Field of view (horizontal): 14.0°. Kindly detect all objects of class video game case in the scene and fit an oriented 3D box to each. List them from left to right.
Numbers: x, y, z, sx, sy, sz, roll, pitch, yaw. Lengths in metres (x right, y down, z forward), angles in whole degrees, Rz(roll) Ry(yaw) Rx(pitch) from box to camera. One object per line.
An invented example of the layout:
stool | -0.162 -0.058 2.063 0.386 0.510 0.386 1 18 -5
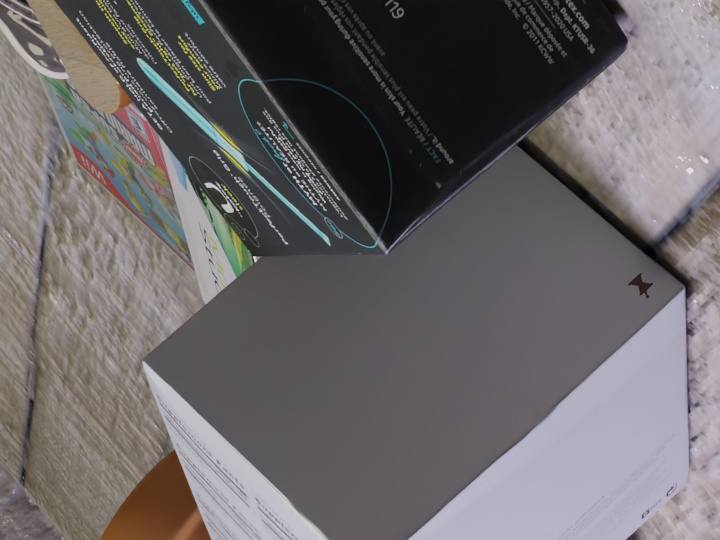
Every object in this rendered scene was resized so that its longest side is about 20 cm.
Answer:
video game case | -0.154 -0.087 1.842 0.143 0.017 0.200 42 164 27

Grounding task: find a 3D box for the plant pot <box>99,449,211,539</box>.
plant pot | -0.057 0.209 1.696 0.140 0.200 0.200 23 154 28

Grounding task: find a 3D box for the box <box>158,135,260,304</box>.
box | -0.061 -0.018 1.540 0.200 0.036 0.144 -135 28 -64

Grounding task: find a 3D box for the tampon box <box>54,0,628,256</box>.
tampon box | -0.015 -0.101 1.158 0.150 0.126 0.200 53 166 -11

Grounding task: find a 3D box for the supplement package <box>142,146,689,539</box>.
supplement package | 0.032 0.069 1.319 0.147 0.191 0.200 42 164 25

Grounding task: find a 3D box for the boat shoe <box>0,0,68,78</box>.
boat shoe | -0.219 -0.196 1.682 0.200 0.067 0.057 44 150 4

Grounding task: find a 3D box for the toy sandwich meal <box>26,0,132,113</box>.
toy sandwich meal | -0.159 -0.173 1.527 0.205 0.070 0.205 46 165 15
